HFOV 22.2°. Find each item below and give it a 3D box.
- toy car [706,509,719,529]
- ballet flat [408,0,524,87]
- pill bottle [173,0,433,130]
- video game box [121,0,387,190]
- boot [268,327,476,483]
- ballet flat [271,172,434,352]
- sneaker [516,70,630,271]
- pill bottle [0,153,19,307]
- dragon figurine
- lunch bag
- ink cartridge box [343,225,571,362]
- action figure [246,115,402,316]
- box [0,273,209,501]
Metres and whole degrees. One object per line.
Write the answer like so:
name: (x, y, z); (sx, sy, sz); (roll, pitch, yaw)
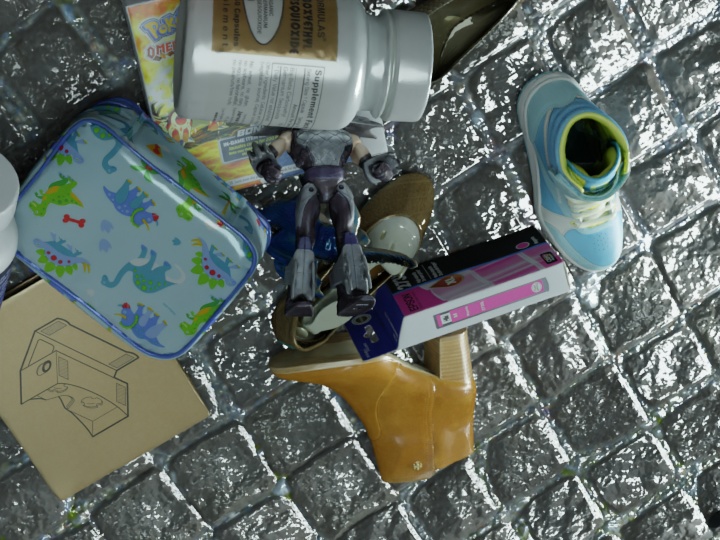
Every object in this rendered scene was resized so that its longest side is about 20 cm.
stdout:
toy car: (0.440, 0.232, 1.804); (0.199, 0.165, 0.158); (-34, 116, 12)
ballet flat: (0.084, -0.209, 1.566); (0.200, 0.046, 0.068); (-41, 126, -9)
pill bottle: (-0.047, -0.172, 1.477); (0.198, 0.114, 0.115); (4, 111, -11)
video game box: (-0.087, -0.166, 1.563); (0.199, 0.047, 0.183); (-15, 112, -8)
boot: (0.015, 0.131, 1.697); (0.200, 0.071, 0.145); (-7, 111, -16)
ballet flat: (0.000, 0.000, 1.638); (0.200, 0.072, 0.068); (-43, 118, 6)
sneaker: (0.201, -0.068, 1.628); (0.079, 0.131, 0.201); (-25, 116, -4)
pill bottle: (-0.342, -0.006, 1.490); (0.115, 0.116, 0.201); (9, 135, -17)
dragon figurine: (-0.045, -0.018, 1.587); (0.100, 0.199, 0.059); (-50, 156, -15)
lunch bag: (-0.190, -0.032, 1.536); (0.200, 0.083, 0.161); (38, 113, -8)
ink cartridge box: (0.082, 0.020, 1.654); (0.199, 0.095, 0.037); (-21, 115, -5)
action figure: (-0.029, -0.063, 1.524); (0.129, 0.069, 0.202); (-2, 76, -5)
box: (-0.252, 0.092, 1.642); (0.163, 0.021, 0.201); (-30, 116, -1)
